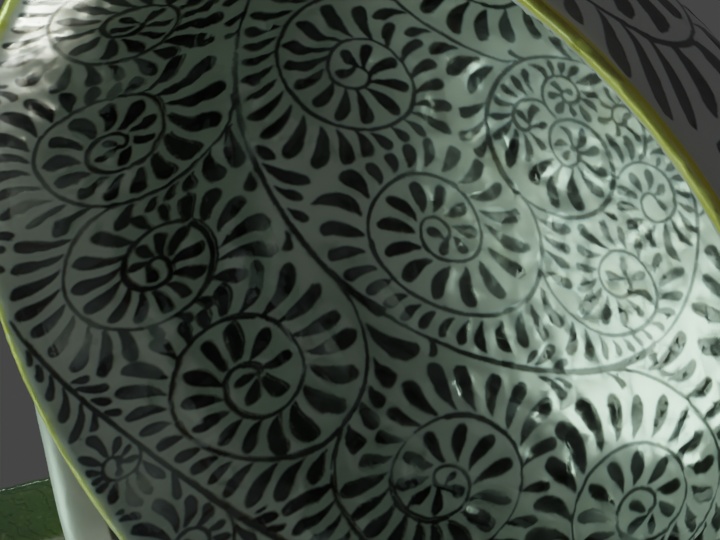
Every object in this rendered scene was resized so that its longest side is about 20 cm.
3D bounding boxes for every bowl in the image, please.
[{"bbox_3d":[0.024,-0.003,0.558,0.094,0.200,0.202,-38,-57,-43],"label":"bowl"}]

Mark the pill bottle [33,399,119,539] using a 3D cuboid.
[{"bbox_3d":[-0.008,0.056,0.965,0.114,0.199,0.115,166,90,-88],"label":"pill bottle"}]
